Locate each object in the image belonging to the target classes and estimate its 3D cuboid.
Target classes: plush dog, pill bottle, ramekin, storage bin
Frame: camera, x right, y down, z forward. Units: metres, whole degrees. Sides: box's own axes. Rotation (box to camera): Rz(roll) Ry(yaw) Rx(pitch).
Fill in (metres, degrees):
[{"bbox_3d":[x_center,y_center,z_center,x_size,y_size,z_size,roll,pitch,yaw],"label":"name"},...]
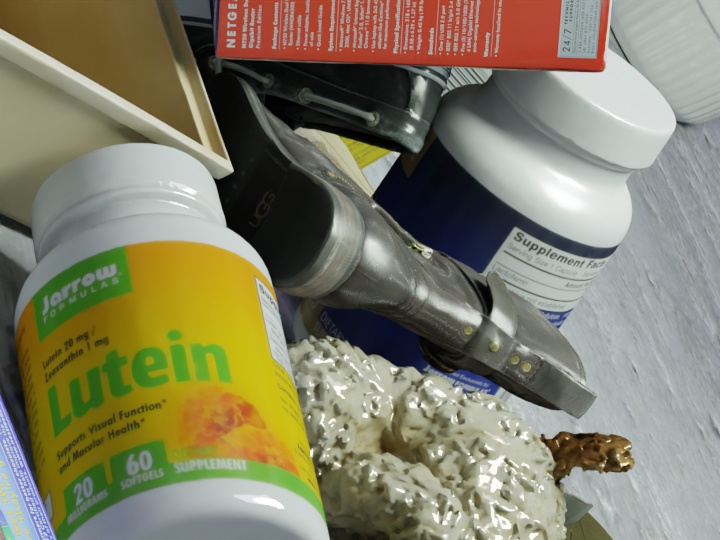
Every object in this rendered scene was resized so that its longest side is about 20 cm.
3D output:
[{"bbox_3d":[0.032,0.143,1.259,0.200,0.160,0.172,69,28,-53],"label":"plush dog"},{"bbox_3d":[-0.083,0.048,1.178,0.111,0.111,0.200,40,28,-47],"label":"pill bottle"},{"bbox_3d":[0.295,-0.225,2.562,0.200,0.105,0.200,50,22,-28],"label":"ramekin"},{"bbox_3d":[0.063,-0.020,1.420,0.116,0.200,0.116,29,21,-13],"label":"pill bottle"},{"bbox_3d":[-0.170,-0.133,1.242,0.200,0.094,0.199,28,38,-57],"label":"storage bin"}]

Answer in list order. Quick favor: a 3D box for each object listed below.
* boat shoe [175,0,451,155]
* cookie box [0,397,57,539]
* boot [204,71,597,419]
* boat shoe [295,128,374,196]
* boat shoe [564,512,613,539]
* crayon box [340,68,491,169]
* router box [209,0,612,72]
[{"bbox_3d":[-0.049,-0.094,1.420,0.074,0.199,0.068,35,70,-64],"label":"boat shoe"},{"bbox_3d":[-0.178,0.090,0.925,0.171,0.075,0.200,66,19,14],"label":"cookie box"},{"bbox_3d":[0.006,-0.004,1.317,0.174,0.069,0.200,28,12,-35],"label":"boot"},{"bbox_3d":[0.000,0.000,1.541,0.200,0.071,0.065,45,29,-19],"label":"boat shoe"},{"bbox_3d":[0.047,0.112,1.497,0.201,0.066,0.072,43,24,8],"label":"boat shoe"},{"bbox_3d":[-0.020,-0.149,1.601,0.200,0.127,0.051,46,23,-40],"label":"crayon box"},{"bbox_3d":[0.017,-0.147,1.371,0.200,0.179,0.049,-101,-166,-70],"label":"router box"}]
